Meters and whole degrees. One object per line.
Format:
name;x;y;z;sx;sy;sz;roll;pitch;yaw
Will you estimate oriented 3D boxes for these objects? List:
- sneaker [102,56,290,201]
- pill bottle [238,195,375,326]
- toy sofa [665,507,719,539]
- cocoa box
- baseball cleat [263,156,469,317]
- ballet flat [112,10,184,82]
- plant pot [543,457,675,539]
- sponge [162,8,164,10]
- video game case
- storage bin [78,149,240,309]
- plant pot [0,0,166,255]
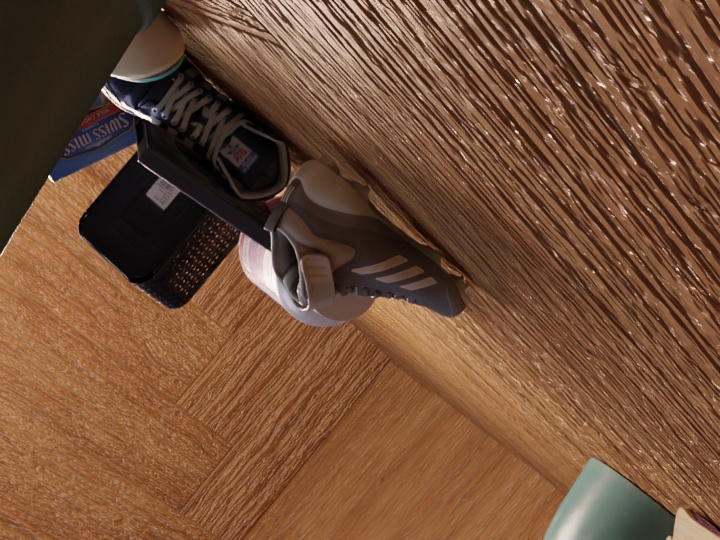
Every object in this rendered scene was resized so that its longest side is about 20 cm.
sneaker;-0.139;-0.130;1.017;0.200;0.070;0.108;35;-175;-43
pill bottle;-0.050;-0.009;1.209;0.112;0.113;0.200;42;175;-24
toy sofa;0.360;0.298;1.107;0.082;0.098;0.200;16;179;-9
cocoa box;-0.310;-0.190;1.266;0.132;0.133;0.200;67;166;-19
baseball cleat;0.000;0.000;0.902;0.200;0.107;0.070;41;171;-35
ballet flat;-0.201;-0.202;0.919;0.069;0.070;0.200;44;175;-40
plant pot;0.315;0.357;1.458;0.200;0.161;0.201;41;176;4
sponge;-0.172;-0.224;0.634;0.111;0.030;0.200;38;175;21
video game case;-0.143;-0.087;1.079;0.143;0.019;0.200;35;-173;-20
storage bin;-0.215;-0.074;1.392;0.135;0.200;0.094;38;176;28
plant pot;-0.198;-0.113;0.538;0.199;0.197;0.200;24;170;5
